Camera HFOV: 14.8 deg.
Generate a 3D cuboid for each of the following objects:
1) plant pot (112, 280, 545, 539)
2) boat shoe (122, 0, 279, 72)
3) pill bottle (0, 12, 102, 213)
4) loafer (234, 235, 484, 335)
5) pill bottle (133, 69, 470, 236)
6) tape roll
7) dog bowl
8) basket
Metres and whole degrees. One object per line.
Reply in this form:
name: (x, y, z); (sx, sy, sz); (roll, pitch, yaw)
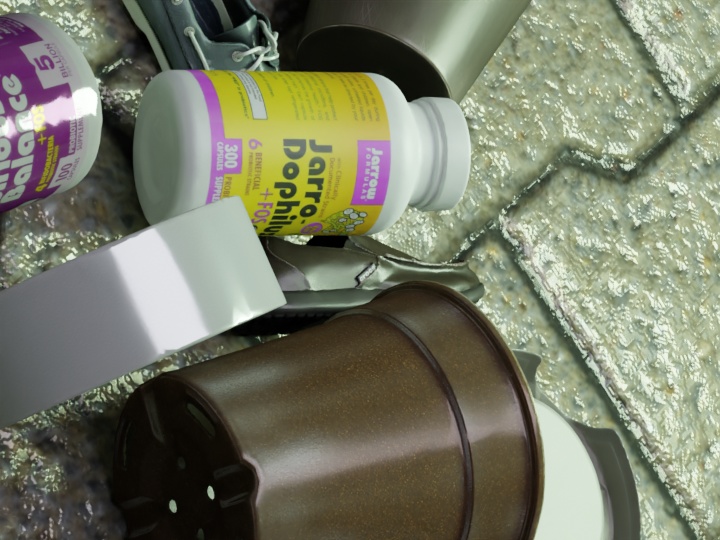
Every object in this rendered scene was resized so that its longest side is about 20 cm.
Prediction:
plant pot: (-0.029, 0.120, 1.665); (0.198, 0.200, 0.201); (-11, 81, -36)
boat shoe: (-0.088, -0.143, 1.792); (0.200, 0.062, 0.073); (57, 44, -10)
pill bottle: (-0.252, -0.075, 1.579); (0.200, 0.112, 0.112); (-22, 89, -45)
loafer: (0.000, 0.000, 1.806); (0.200, 0.073, 0.071); (0, 76, -42)
pill bottle: (-0.035, -0.074, 1.747); (0.200, 0.104, 0.104); (-1, 74, -23)
tape roll: (-0.146, 0.028, 1.575); (0.202, 0.202, 0.071); (-25, 91, -45)
dog bowl: (0.097, 0.155, 1.845); (0.200, 0.059, 0.200); (18, 61, -37)
basket: (0.043, -0.199, 1.891); (0.180, 0.136, 0.200); (37, 55, -21)
